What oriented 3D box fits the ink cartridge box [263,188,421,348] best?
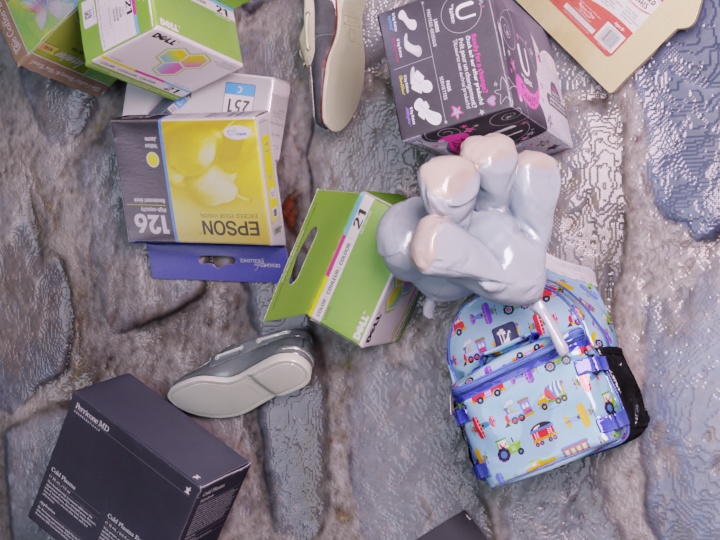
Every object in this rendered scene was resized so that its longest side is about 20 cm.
[{"bbox_3d":[0.000,0.000,1.194,0.076,0.200,0.148,29,103,21],"label":"ink cartridge box"}]

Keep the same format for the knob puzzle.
[{"bbox_3d":[0.260,-0.307,1.161,0.219,0.030,0.221,1,91,25],"label":"knob puzzle"}]

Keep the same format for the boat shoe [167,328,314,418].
[{"bbox_3d":[-0.135,0.116,1.347,0.199,0.073,0.062,-20,40,30],"label":"boat shoe"}]

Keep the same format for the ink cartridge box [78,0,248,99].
[{"bbox_3d":[-0.173,-0.266,1.234,0.199,0.148,0.076,-18,73,29],"label":"ink cartridge box"}]

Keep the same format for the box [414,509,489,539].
[{"bbox_3d":[0.048,0.331,1.180,0.079,0.200,0.141,47,109,16],"label":"box"}]

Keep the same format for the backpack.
[{"bbox_3d":[0.169,0.094,1.158,0.182,0.134,0.201,-22,80,22],"label":"backpack"}]

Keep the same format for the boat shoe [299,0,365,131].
[{"bbox_3d":[-0.036,-0.251,1.276,0.062,0.071,0.201,4,91,30],"label":"boat shoe"}]

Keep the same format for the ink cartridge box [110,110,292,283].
[{"bbox_3d":[-0.182,-0.078,1.332,0.197,0.047,0.201,1,106,25],"label":"ink cartridge box"}]

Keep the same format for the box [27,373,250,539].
[{"bbox_3d":[-0.257,0.254,1.360,0.200,0.104,0.183,33,112,20],"label":"box"}]

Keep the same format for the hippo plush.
[{"bbox_3d":[0.107,-0.035,1.109,0.199,0.161,0.160,31,76,-21],"label":"hippo plush"}]

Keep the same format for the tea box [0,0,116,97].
[{"bbox_3d":[-0.317,-0.347,1.348,0.197,0.133,0.201,-39,64,21],"label":"tea box"}]

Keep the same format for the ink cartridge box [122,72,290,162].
[{"bbox_3d":[-0.187,-0.143,1.362,0.199,0.045,0.177,10,94,24],"label":"ink cartridge box"}]

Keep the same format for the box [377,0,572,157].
[{"bbox_3d":[0.117,-0.178,1.130,0.114,0.200,0.133,-16,78,25],"label":"box"}]
